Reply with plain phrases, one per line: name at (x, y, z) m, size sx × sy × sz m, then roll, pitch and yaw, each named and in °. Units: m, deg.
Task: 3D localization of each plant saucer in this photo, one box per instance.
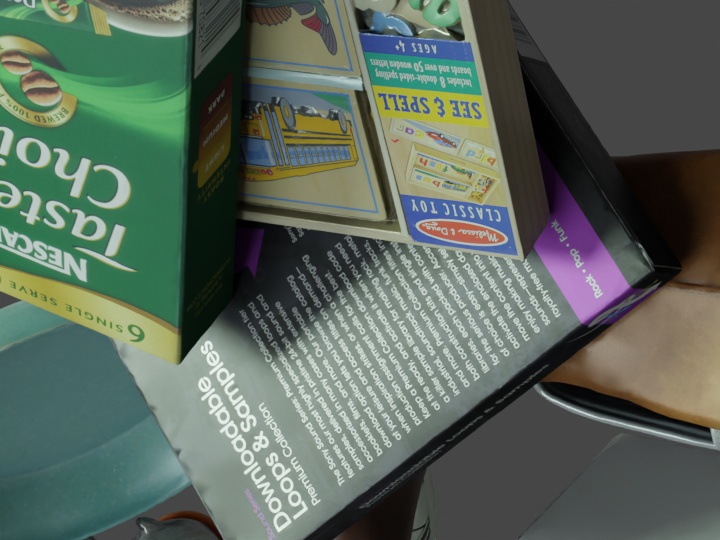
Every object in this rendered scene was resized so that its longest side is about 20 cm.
plant saucer at (-0.131, 0.060, 1.076) m, size 0.036 × 0.199 × 0.200 m, roll 64°, pitch 151°, yaw 28°

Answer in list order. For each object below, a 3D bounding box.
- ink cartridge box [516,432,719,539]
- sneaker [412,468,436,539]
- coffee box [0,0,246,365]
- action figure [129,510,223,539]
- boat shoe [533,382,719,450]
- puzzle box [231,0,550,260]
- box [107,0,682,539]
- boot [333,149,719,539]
ink cartridge box at (0.161, 0.179, 1.011) m, size 0.147 × 0.086 × 0.201 m, roll 8°, pitch 125°, yaw 42°
sneaker at (-0.009, 0.157, 1.115) m, size 0.075 × 0.088 × 0.202 m, roll 6°, pitch 101°, yaw 3°
coffee box at (-0.100, -0.066, 0.846) m, size 0.122 × 0.044 × 0.201 m, roll 22°, pitch 138°, yaw 14°
action figure at (-0.114, 0.173, 1.224) m, size 0.194 × 0.198 × 0.105 m, roll 111°, pitch 152°, yaw -59°
boat shoe at (0.149, 0.042, 0.915) m, size 0.199 × 0.068 × 0.072 m, roll 19°, pitch 134°, yaw 35°
puzzle box at (-0.038, -0.073, 0.851) m, size 0.199 × 0.025 × 0.134 m, roll 8°, pitch 133°, yaw 28°
box at (0.000, 0.000, 0.906) m, size 0.200 × 0.036 × 0.144 m, roll -38°, pitch 72°, yaw 21°
boot at (0.071, 0.041, 0.922) m, size 0.199 × 0.068 × 0.190 m, roll 8°, pitch 89°, yaw 32°
